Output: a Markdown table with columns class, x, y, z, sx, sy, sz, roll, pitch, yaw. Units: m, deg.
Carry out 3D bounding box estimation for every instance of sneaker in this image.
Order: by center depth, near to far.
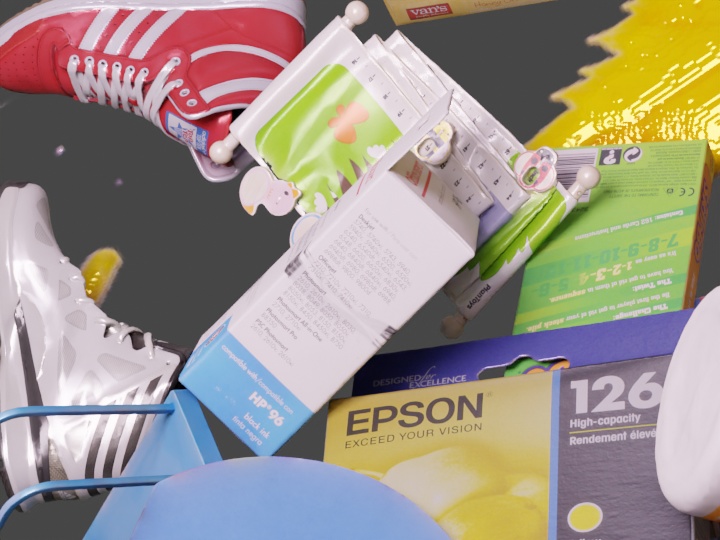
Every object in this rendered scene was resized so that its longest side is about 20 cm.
| class | x | y | z | sx | sy | sz | roll | pitch | yaw |
| --- | --- | --- | --- | --- | --- | --- | --- | --- | --- |
| sneaker | -0.151 | 0.037 | 1.566 | 0.115 | 0.076 | 0.201 | -8 | 66 | 1 |
| sneaker | -0.131 | -0.107 | 1.634 | 0.200 | 0.071 | 0.113 | -7 | 56 | 9 |

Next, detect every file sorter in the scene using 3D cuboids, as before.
| class | x | y | z | sx | sy | sz | roll | pitch | yaw |
| --- | --- | --- | --- | --- | --- | --- | --- | --- | --- |
| file sorter | -0.130 | 0.183 | 1.398 | 0.123 | 0.139 | 0.200 | -1 | 49 | -34 |

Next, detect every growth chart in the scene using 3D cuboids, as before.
| class | x | y | z | sx | sy | sz | roll | pitch | yaw |
| --- | --- | --- | --- | --- | --- | --- | --- | --- | --- |
| growth chart | 0.019 | -0.054 | 1.545 | 0.200 | 0.018 | 0.145 | 39 | 97 | 20 |

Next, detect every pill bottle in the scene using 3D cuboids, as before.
| class | x | y | z | sx | sy | sz | roll | pitch | yaw |
| --- | --- | --- | --- | --- | --- | --- | --- | --- | --- |
| pill bottle | 0.252 | 0.081 | 1.317 | 0.200 | 0.116 | 0.117 | 14 | 62 | -10 |

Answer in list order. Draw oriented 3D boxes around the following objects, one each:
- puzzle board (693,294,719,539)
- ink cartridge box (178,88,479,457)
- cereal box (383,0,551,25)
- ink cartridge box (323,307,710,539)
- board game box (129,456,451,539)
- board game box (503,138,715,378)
| class | x | y | z | sx | sy | sz | roll | pitch | yaw |
| --- | --- | --- | --- | --- | --- | --- | --- | --- | --- |
| puzzle board | 0.171 | 0.106 | 1.454 | 0.151 | 0.017 | 0.200 | -15 | 57 | 7 |
| ink cartridge box | 0.000 | 0.000 | 1.467 | 0.068 | 0.116 | 0.200 | 44 | 100 | -5 |
| cereal box | 0.084 | -0.249 | 1.672 | 0.144 | 0.040 | 0.200 | -8 | 59 | 14 |
| ink cartridge box | 0.078 | 0.098 | 1.403 | 0.197 | 0.047 | 0.200 | -9 | 50 | 15 |
| board game box | -0.045 | 0.177 | 1.315 | 0.158 | 0.039 | 0.200 | 14 | 46 | 9 |
| board game box | 0.134 | 0.015 | 1.496 | 0.095 | 0.030 | 0.200 | -2 | 51 | 22 |
